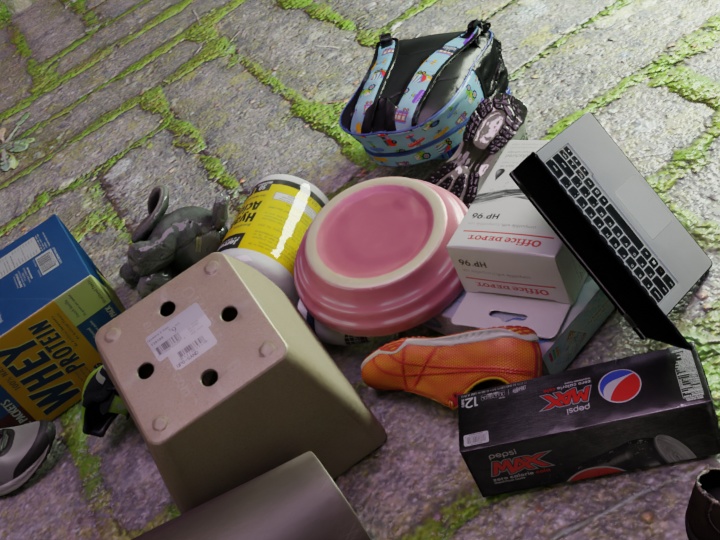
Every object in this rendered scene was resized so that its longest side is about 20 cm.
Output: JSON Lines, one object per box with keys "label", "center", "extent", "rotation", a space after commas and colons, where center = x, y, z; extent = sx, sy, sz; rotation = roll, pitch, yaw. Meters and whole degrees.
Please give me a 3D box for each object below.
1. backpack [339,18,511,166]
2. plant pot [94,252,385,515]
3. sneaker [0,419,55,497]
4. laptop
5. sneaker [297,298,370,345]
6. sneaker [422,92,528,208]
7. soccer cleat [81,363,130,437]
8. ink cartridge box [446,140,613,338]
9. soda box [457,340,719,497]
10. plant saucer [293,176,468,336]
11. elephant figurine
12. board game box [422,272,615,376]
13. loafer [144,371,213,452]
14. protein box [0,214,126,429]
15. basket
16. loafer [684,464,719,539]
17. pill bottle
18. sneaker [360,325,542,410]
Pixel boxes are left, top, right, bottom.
{"label": "backpack", "center": [0.078, -0.203, 1.136], "extent": [0.182, 0.135, 0.200], "rotation": [1, 46, 33]}
{"label": "plant pot", "center": [-0.124, 0.105, 0.828], "extent": [0.200, 0.177, 0.200], "rotation": [-34, 57, -7]}
{"label": "sneaker", "center": [-0.438, 0.216, 1.028], "extent": [0.200, 0.079, 0.074], "rotation": [-22, 36, 7]}
{"label": "laptop", "center": [0.228, -0.045, 0.762], "extent": [0.200, 0.187, 0.116], "rotation": [-37, -2, -32]}
{"label": "sneaker", "center": [0.000, 0.000, 1.013], "extent": [0.080, 0.076, 0.200], "rotation": [2, 54, 25]}
{"label": "sneaker", "center": [0.134, -0.099, 1.039], "extent": [0.077, 0.089, 0.200], "rotation": [41, 98, 35]}
{"label": "soccer cleat", "center": [-0.240, 0.106, 0.956], "extent": [0.200, 0.067, 0.081], "rotation": [-47, 34, 37]}
{"label": "ink cartridge box", "center": [0.164, -0.036, 0.870], "extent": [0.116, 0.068, 0.200], "rotation": [6, 50, 36]}
{"label": "soda box", "center": [0.183, 0.124, 0.740], "extent": [0.199, 0.071, 0.063], "rotation": [-15, 38, 17]}
{"label": "plant saucer", "center": [0.021, -0.026, 0.941], "extent": [0.200, 0.051, 0.201], "rotation": [-12, 48, 13]}
{"label": "elephant figurine", "center": [-0.240, -0.036, 1.151], "extent": [0.155, 0.142, 0.200], "rotation": [-19, 27, -12]}
{"label": "board game box", "center": [0.170, -0.002, 0.919], "extent": [0.199, 0.043, 0.200], "rotation": [-44, 40, -20]}
{"label": "loafer", "center": [-0.200, 0.114, 1.000], "extent": [0.070, 0.070, 0.200], "rotation": [-12, 40, 8]}
{"label": "protein box", "center": [-0.407, 0.069, 1.131], "extent": [0.200, 0.135, 0.199], "rotation": [-36, 38, -10]}
{"label": "basket", "center": [-0.093, 0.247, 0.730], "extent": [0.200, 0.136, 0.180], "rotation": [-33, 50, -12]}
{"label": "loafer", "center": [0.320, 0.158, 0.613], "extent": [0.199, 0.071, 0.073], "rotation": [-14, 39, 19]}
{"label": "pill bottle", "center": [-0.110, -0.009, 1.051], "extent": [0.111, 0.111, 0.200], "rotation": [-5, 43, 28]}
{"label": "sneaker", "center": [0.075, 0.098, 0.836], "extent": [0.200, 0.073, 0.077], "rotation": [-13, 74, 44]}
